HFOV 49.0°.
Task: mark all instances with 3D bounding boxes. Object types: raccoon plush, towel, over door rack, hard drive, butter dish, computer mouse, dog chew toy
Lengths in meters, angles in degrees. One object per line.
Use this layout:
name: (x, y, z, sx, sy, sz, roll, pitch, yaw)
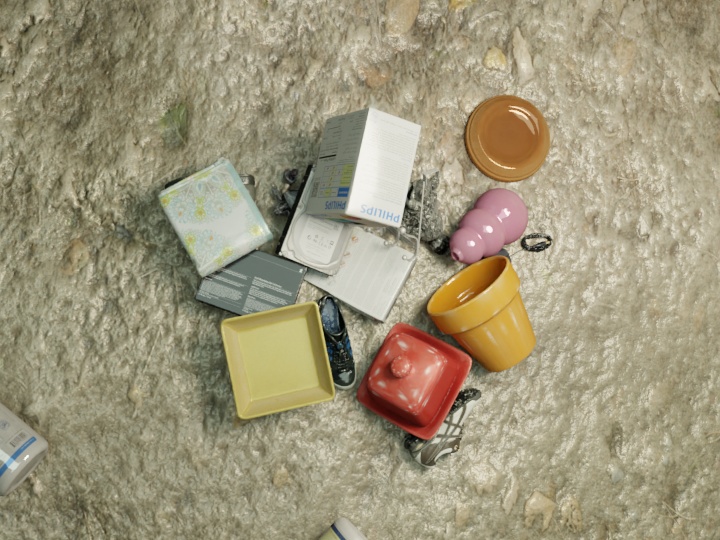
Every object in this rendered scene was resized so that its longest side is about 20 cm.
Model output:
raccoon plush: (0.166, -0.121, 1.677, 0.198, 0.134, 0.098, 26, 55, -17)
towel: (-0.296, -0.111, 1.601, 0.170, 0.048, 0.201, -30, 83, -10)
over door rack: (0.073, -0.138, 1.609, 0.066, 0.148, 0.202, -8, 123, -34)
hard drive: (-0.079, -0.103, 1.646, 0.139, 0.038, 0.202, 23, 87, -24)
butter dish: (0.096, 0.210, 1.605, 0.199, 0.148, 0.201, 26, 80, 24)
computer mouse: (0.338, -0.034, 1.742, 0.198, 0.034, 0.059, -26, 85, -10)
dog chew toy: (0.266, -0.087, 1.682, 0.200, 0.125, 0.125, -39, 88, -25)

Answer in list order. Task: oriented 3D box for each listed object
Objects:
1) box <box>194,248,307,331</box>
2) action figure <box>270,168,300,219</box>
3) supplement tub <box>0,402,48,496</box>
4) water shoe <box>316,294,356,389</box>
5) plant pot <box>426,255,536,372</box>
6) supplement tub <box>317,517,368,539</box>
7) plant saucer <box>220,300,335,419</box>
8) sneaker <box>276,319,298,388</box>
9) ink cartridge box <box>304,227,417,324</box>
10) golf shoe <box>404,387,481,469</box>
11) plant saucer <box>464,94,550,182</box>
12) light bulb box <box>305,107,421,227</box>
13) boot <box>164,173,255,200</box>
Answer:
box: (-0.226, 0.029, 1.646, 0.198, 0.079, 0.143, 20, 84, -3)
action figure: (-0.108, -0.171, 1.693, 0.199, 0.069, 0.131, -30, 92, -6)
supplement tub: (-0.720, 0.325, 1.525, 0.199, 0.132, 0.132, 39, 80, 1)
water shoe: (-0.056, 0.151, 1.649, 0.071, 0.079, 0.202, -15, 85, -8)
plant pot: (0.269, 0.102, 1.648, 0.199, 0.200, 0.184, -37, 103, -10)
supplement tub: (-0.056, 0.609, 1.557, 0.145, 0.145, 0.200, 45, 80, 1)
plant saucer: (-0.164, 0.177, 1.581, 0.197, 0.048, 0.203, -11, 91, -4)
sneaker: (-0.117, 0.173, 1.648, 0.090, 0.078, 0.202, 16, 90, -8)
ink cartridge box: (0.000, 0.000, 1.705, 0.198, 0.050, 0.163, 27, 81, 16)
golf shoe: (0.188, 0.332, 1.664, 0.199, 0.078, 0.095, -40, 99, -3)
plant saucer: (0.334, -0.301, 1.775, 0.197, 0.037, 0.203, 1, 83, -6)
light bulb box: (0.002, -0.194, 1.542, 0.124, 0.198, 0.203, 13, 88, -27)
boot: (-0.310, -0.132, 1.663, 0.197, 0.068, 0.132, -4, 82, -8)
